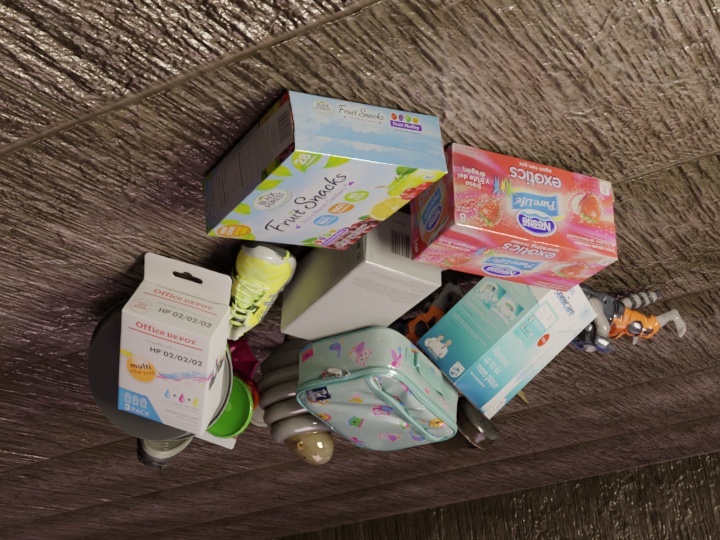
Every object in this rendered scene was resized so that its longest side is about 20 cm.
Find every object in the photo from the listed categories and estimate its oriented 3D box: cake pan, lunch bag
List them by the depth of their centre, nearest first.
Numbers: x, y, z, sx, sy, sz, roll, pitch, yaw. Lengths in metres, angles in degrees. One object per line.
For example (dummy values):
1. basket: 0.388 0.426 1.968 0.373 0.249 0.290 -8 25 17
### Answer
1. lunch bag: 0.024 0.149 1.398 0.159 0.078 0.200 -12 143 31
2. cake pan: -0.263 0.131 1.466 0.198 0.202 0.037 -12 -168 14

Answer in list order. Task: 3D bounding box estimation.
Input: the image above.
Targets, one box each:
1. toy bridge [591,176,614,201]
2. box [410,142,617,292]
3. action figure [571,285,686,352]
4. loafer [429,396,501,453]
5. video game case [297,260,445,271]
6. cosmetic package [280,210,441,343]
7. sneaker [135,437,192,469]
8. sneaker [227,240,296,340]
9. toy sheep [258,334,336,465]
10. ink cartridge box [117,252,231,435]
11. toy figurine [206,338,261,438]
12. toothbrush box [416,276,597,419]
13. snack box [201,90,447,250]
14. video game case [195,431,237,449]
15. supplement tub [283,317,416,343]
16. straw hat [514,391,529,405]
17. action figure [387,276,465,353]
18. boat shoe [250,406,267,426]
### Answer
1. toy bridge: 0.200 -0.059 1.340 0.067 0.027 0.199 12 153 -36
2. box: 0.160 -0.052 1.212 0.198 0.096 0.103 11 154 -23
3. action figure: 0.337 0.063 1.649 0.192 0.106 0.200 11 180 -24
4. loafer: 0.127 0.214 1.510 0.071 0.073 0.200 -47 -177 -8
5. video game case: 0.000 0.000 1.446 0.199 0.018 0.143 -18 158 28
6. cosmetic package: -0.003 0.012 1.338 0.107 0.086 0.200 18 147 -27
7. sneaker: -0.280 0.249 1.608 0.074 0.107 0.200 19 -166 -6
8. sneaker: -0.126 0.026 1.367 0.075 0.077 0.200 19 154 -4
9. toy sheep: -0.073 0.161 1.531 0.137 0.202 0.138 -10 159 -4
10. ink cartridge box: -0.222 0.089 1.359 0.114 0.068 0.201 16 126 7
11. toy figurine: -0.189 0.148 1.590 0.151 0.200 0.184 -55 161 8
12. toothbrush box: 0.189 0.074 1.456 0.200 0.085 0.146 -44 145 -1
13. snack box: -0.040 -0.091 1.117 0.167 0.068 0.200 6 155 -31
14. video game case: -0.236 0.188 1.641 0.142 0.018 0.200 20 -166 -5
15. supplement tub: -0.004 0.118 1.632 0.198 0.108 0.107 -10 160 6
16. straw hat: 0.205 0.112 1.709 0.085 0.201 0.201 -52 154 -2
17. action figure: 0.077 0.104 1.542 0.193 0.105 0.200 -31 153 8
18. boat shoe: -0.086 0.170 1.740 0.199 0.075 0.062 -37 178 -6
